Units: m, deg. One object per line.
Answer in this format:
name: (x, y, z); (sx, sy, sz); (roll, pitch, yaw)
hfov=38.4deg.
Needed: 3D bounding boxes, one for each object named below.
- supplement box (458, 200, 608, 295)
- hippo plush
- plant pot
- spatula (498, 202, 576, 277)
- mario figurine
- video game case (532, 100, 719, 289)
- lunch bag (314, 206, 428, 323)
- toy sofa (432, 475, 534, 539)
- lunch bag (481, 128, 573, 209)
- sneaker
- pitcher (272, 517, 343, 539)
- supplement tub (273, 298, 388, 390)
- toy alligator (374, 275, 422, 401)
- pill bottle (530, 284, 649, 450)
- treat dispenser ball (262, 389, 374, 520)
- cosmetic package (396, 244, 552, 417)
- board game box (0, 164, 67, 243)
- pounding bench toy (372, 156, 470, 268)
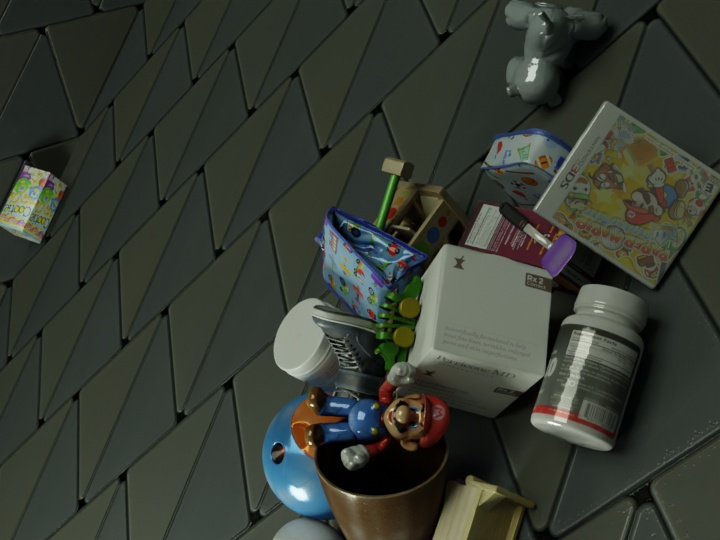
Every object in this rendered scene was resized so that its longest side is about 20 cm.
supplement box: (0.260, -0.034, 1.555); (0.200, 0.110, 0.086); (17, 78, 54)
hippo plush: (0.321, -0.356, 1.721); (0.200, 0.159, 0.161); (-119, 34, -66)
plant pot: (0.036, 0.333, 1.477); (0.187, 0.200, 0.187); (-4, 31, 2)
spatula: (0.247, -0.054, 1.472); (0.057, 0.021, 0.200); (-53, 36, 11)
mario figurine: (0.021, 0.196, 1.402); (0.200, 0.124, 0.106); (-3, 20, 14)
video game case: (0.370, -0.104, 1.423); (0.182, 0.200, 0.023); (-57, 0, 3)
lunch bag: (0.000, 0.000, 1.648); (0.200, 0.151, 0.094); (36, 56, 26)
toy sofa: (0.152, 0.388, 1.408); (0.098, 0.083, 0.200); (-2, 64, 55)
lunch bag: (0.289, -0.133, 1.520); (0.160, 0.200, 0.076); (-1, 62, 64)
sneaker: (-0.019, 0.137, 1.510); (0.077, 0.202, 0.146); (16, 82, 38)
pitcher: (-0.062, 0.472, 1.572); (0.200, 0.121, 0.172); (-177, 70, -71)
supplement tub: (-0.028, 0.142, 1.695); (0.132, 0.200, 0.132); (-29, 46, 34)
toy alligator: (0.044, 0.100, 1.472); (0.059, 0.054, 0.200); (150, 133, -79)
pill bottle: (0.310, 0.128, 1.379); (0.114, 0.114, 0.200); (3, 67, 51)
treat dispenser ball: (-0.054, 0.289, 1.622); (0.201, 0.201, 0.201); (-29, 45, 34)
cosmetic package: (0.158, 0.091, 1.480); (0.200, 0.165, 0.165); (119, 163, -62)
board game box: (-0.998, -0.201, 3.144); (0.103, 0.105, 0.200); (17, 77, 20)
pounding bench toy: (0.067, -0.069, 1.708); (0.124, 0.200, 0.156); (15, 63, 53)
